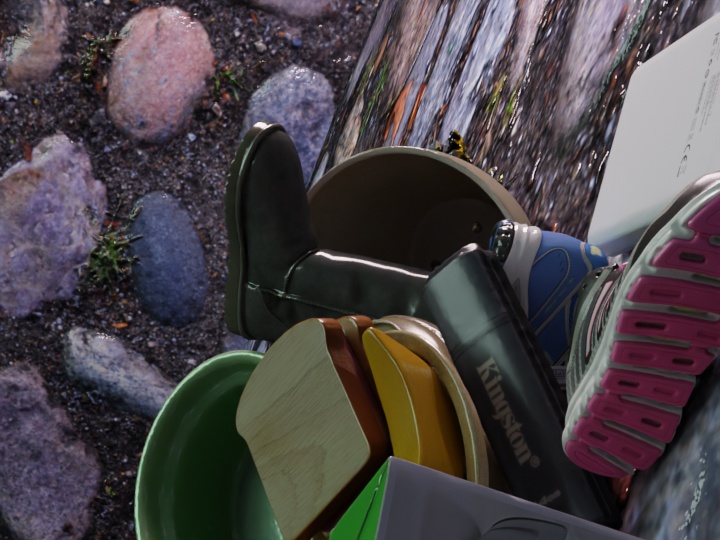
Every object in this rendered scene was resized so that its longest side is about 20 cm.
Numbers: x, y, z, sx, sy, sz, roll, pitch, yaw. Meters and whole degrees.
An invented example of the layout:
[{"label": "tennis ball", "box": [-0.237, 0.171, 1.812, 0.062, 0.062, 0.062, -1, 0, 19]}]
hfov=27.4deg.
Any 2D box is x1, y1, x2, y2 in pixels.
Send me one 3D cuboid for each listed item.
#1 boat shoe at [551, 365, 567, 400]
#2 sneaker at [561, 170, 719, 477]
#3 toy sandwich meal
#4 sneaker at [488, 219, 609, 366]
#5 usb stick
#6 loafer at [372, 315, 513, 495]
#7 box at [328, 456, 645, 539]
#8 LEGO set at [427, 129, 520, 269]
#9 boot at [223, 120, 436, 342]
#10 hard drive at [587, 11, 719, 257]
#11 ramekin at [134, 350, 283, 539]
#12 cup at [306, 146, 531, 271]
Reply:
[{"label": "boat shoe", "box": [0.093, 0.145, 0.944, 0.200, 0.070, 0.066, -55, 29, 39]}, {"label": "sneaker", "box": [0.156, 0.015, 0.779, 0.088, 0.073, 0.201, -91, 16, -50]}, {"label": "toy sandwich meal", "box": [-0.003, 0.119, 0.851, 0.205, 0.070, 0.207, -20, 67, 55]}, {"label": "sneaker", "box": [0.113, 0.063, 0.967, 0.076, 0.077, 0.201, -81, -3, -55]}, {"label": "usb stick", "box": [0.091, 0.076, 0.861, 0.055, 0.033, 0.201, -36, 60, 23]}, {"label": "loafer", "box": [0.035, 0.086, 0.931, 0.200, 0.067, 0.076, 47, 119, 54]}, {"label": "box", "box": [0.061, 0.209, 0.620, 0.097, 0.176, 0.201, 121, 166, -54]}, {"label": "LEGO set", "box": [0.065, -0.011, 1.298, 0.200, 0.116, 0.154, -52, 12, 15]}, {"label": "boot", "box": [0.001, -0.002, 1.044, 0.072, 0.199, 0.183, -32, -50, -49]}, {"label": "hard drive", "box": [0.199, -0.086, 0.894, 0.200, 0.027, 0.133, 148, 140, -76]}, {"label": "ramekin", "box": [-0.072, 0.169, 1.132, 0.199, 0.097, 0.201, -17, 64, 38]}, {"label": "cup", "box": [0.059, 0.001, 1.136, 0.143, 0.200, 0.201, -17, -48, -64]}]
